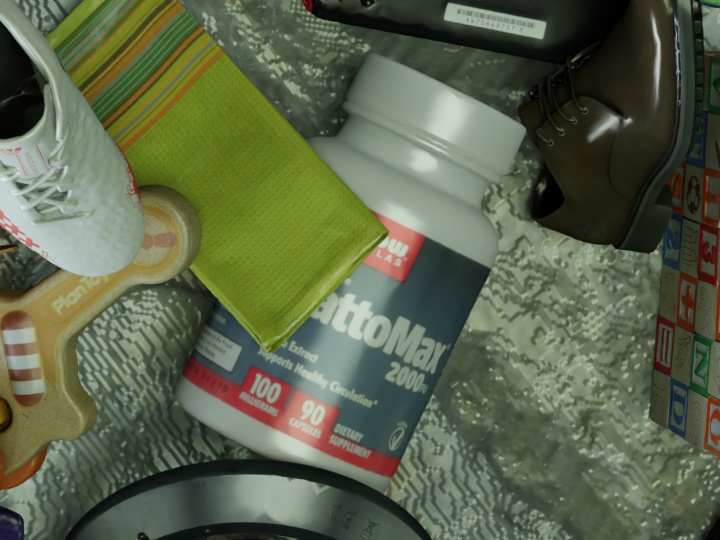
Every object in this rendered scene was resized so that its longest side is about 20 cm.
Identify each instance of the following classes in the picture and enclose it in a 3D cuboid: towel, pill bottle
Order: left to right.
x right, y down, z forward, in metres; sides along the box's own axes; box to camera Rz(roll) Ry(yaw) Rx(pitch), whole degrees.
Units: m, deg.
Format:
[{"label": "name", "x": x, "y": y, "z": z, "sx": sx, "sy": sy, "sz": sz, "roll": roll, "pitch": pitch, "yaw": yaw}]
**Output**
[{"label": "towel", "x": -0.079, "y": -0.059, "z": 1.374, "sx": 0.086, "sy": 0.018, "sz": 0.200, "roll": -46, "pitch": 71, "yaw": 9}, {"label": "pill bottle", "x": 0.000, "y": 0.000, "z": 1.410, "sx": 0.119, "sy": 0.120, "sz": 0.201, "roll": 25, "pitch": 91, "yaw": -15}]

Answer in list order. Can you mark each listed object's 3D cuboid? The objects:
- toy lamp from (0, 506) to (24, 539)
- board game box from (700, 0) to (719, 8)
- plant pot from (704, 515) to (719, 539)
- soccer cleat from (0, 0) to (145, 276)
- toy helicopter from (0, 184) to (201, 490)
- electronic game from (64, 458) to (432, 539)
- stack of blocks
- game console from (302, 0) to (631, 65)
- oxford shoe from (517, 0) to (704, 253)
[{"label": "toy lamp", "x": -0.267, "y": 0.128, "z": 1.399, "sx": 0.199, "sy": 0.058, "sz": 0.059, "roll": 9, "pitch": 96, "yaw": -12}, {"label": "board game box", "x": 0.142, "y": -0.249, "z": 1.451, "sx": 0.150, "sy": 0.037, "sz": 0.201, "roll": 11, "pitch": 95, "yaw": -14}, {"label": "plant pot", "x": 0.255, "y": 0.222, "z": 1.472, "sx": 0.199, "sy": 0.199, "sz": 0.179, "roll": 14, "pitch": 83, "yaw": -15}, {"label": "soccer cleat", "x": -0.150, "y": -0.062, "z": 1.257, "sx": 0.068, "sy": 0.085, "sz": 0.201, "roll": -29, "pitch": 127, "yaw": -3}, {"label": "toy helicopter", "x": -0.163, "y": 0.019, "z": 1.373, "sx": 0.200, "sy": 0.079, "sz": 0.133, "roll": -37, "pitch": 89, "yaw": 18}, {"label": "electronic game", "x": -0.055, "y": 0.164, "z": 1.411, "sx": 0.198, "sy": 0.042, "sz": 0.201, "roll": 0, "pitch": 135, "yaw": 0}, {"label": "stack of blocks", "x": 0.201, "y": -0.010, "z": 1.457, "sx": 0.058, "sy": 0.115, "sz": 0.202, "roll": 1, "pitch": 97, "yaw": -13}, {"label": "game console", "x": 0.081, "y": -0.198, "z": 1.414, "sx": 0.199, "sy": 0.031, "sz": 0.178, "roll": 9, "pitch": 104, "yaw": -13}, {"label": "oxford shoe", "x": 0.124, "y": -0.081, "z": 1.407, "sx": 0.084, "sy": 0.073, "sz": 0.201, "roll": 5, "pitch": 137, "yaw": -6}]
